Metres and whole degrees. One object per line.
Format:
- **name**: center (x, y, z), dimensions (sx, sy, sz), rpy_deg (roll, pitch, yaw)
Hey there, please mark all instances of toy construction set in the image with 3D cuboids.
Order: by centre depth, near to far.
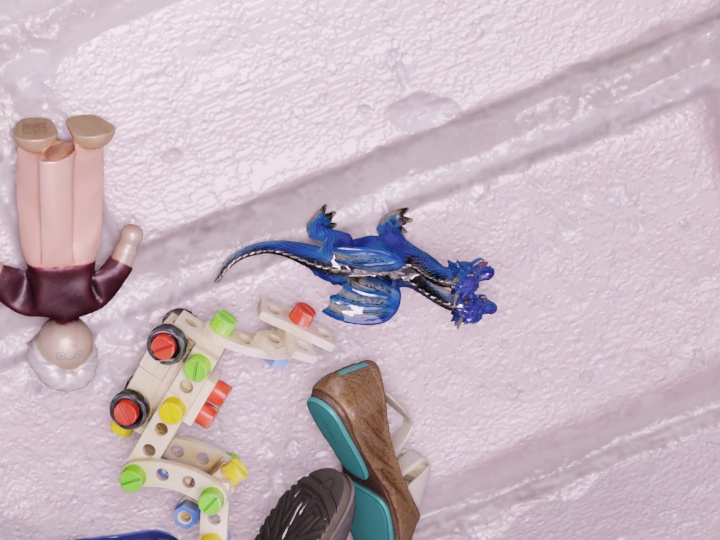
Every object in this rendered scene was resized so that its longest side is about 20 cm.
- **toy construction set**: center (-0.108, 0.101, 1.687), dimensions (0.131, 0.092, 0.201), rpy_deg (32, 99, 1)

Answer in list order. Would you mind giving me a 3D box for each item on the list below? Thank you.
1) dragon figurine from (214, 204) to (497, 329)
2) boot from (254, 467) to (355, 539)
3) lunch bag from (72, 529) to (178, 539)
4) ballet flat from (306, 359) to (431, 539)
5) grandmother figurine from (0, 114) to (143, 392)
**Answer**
- **dragon figurine**: center (0.000, 0.000, 1.656), dimensions (0.199, 0.100, 0.059), rpy_deg (1, 116, -13)
- **boot**: center (-0.001, 0.255, 1.745), dimensions (0.199, 0.073, 0.182), rpy_deg (27, 102, -34)
- **lunch bag**: center (-0.201, 0.272, 1.733), dimensions (0.199, 0.132, 0.137), rpy_deg (-5, 101, -10)
- **ballet flat**: center (0.015, 0.145, 1.753), dimensions (0.072, 0.068, 0.201), rpy_deg (-39, 131, -24)
- **grandmother figurine**: center (-0.214, -0.007, 1.630), dimensions (0.120, 0.061, 0.201), rpy_deg (-1, 114, -3)
